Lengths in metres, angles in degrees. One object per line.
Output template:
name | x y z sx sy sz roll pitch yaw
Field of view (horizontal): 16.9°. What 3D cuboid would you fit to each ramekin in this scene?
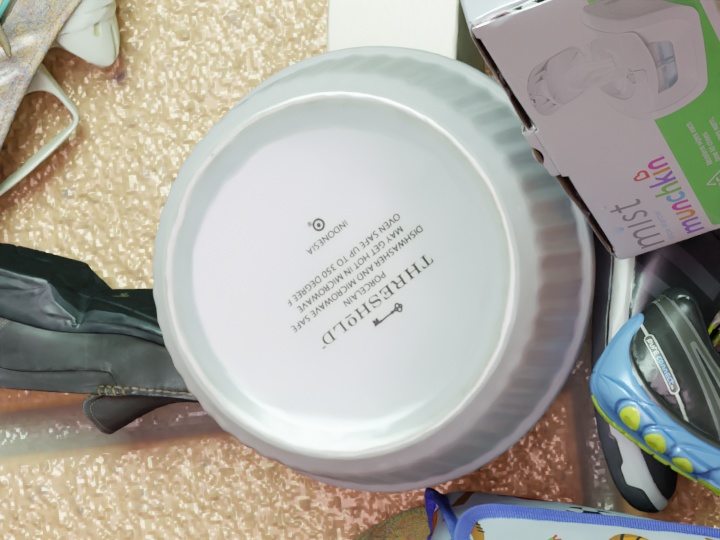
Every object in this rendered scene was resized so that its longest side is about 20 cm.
ramekin | 0.000 0.000 1.070 0.201 0.094 0.204 0 91 13

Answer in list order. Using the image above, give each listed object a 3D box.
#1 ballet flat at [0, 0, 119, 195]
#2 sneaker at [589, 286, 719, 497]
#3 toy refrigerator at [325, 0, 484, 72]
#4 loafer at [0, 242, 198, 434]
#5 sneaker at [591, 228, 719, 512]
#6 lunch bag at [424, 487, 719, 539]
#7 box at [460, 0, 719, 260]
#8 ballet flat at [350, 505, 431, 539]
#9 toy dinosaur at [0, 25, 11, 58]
ballet flat | -0.160 -0.105 1.204 0.067 0.068 0.200 31 104 -9
sneaker | 0.196 0.077 1.086 0.199 0.071 0.083 34 87 -17
toy refrigerator | 0.018 -0.093 1.150 0.070 0.076 0.201 3 93 13
loafer | -0.113 0.045 1.192 0.199 0.073 0.073 17 104 22
sneaker | 0.151 0.013 1.124 0.082 0.072 0.201 -1 91 12
lunch bag | 0.108 0.165 1.054 0.169 0.200 0.125 9 94 -3
box | 0.099 -0.133 1.037 0.096 0.200 0.177 -21 55 12
ballet flat | -0.024 0.186 1.172 0.200 0.071 0.071 -37 84 11
toy dinosaur | -0.233 -0.126 1.210 0.199 0.060 0.107 -21 85 39
